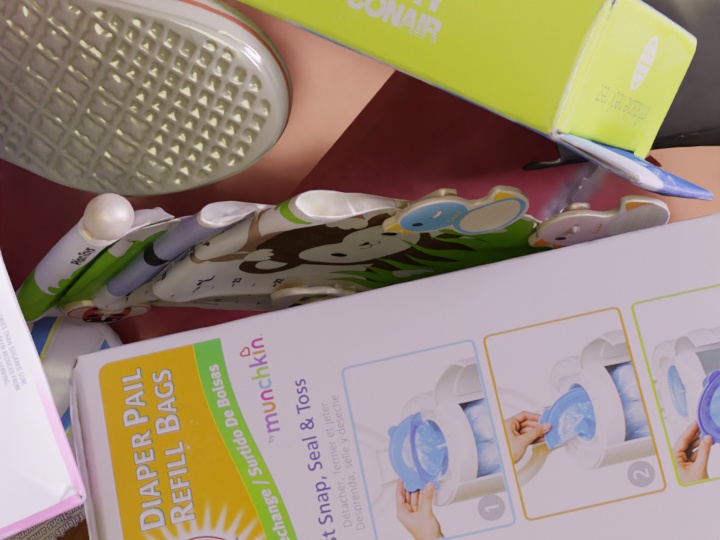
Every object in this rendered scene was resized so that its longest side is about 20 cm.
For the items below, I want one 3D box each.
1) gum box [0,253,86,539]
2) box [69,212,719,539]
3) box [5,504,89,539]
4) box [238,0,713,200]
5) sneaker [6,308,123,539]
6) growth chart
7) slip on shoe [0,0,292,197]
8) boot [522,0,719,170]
[{"bbox_3d":[-0.155,-0.019,0.666,0.066,0.113,0.201,-22,96,-29],"label":"gum box"},{"bbox_3d":[0.031,0.069,0.688,0.199,0.113,0.102,-12,63,0],"label":"box"},{"bbox_3d":[-0.108,0.166,0.765,0.200,0.039,0.137,-36,67,4],"label":"box"},{"bbox_3d":[0.009,-0.082,0.703,0.200,0.122,0.048,26,97,16],"label":"box"},{"bbox_3d":[-0.162,0.075,0.753,0.200,0.105,0.076,-27,95,2],"label":"sneaker"},{"bbox_3d":[0.000,0.000,0.722,0.199,0.145,0.018,3,74,-15],"label":"growth chart"},{"bbox_3d":[-0.100,-0.069,0.720,0.199,0.061,0.074,10,130,35],"label":"slip on shoe"},{"bbox_3d":[0.104,-0.130,0.757,0.138,0.077,0.201,-8,92,8],"label":"boot"}]
